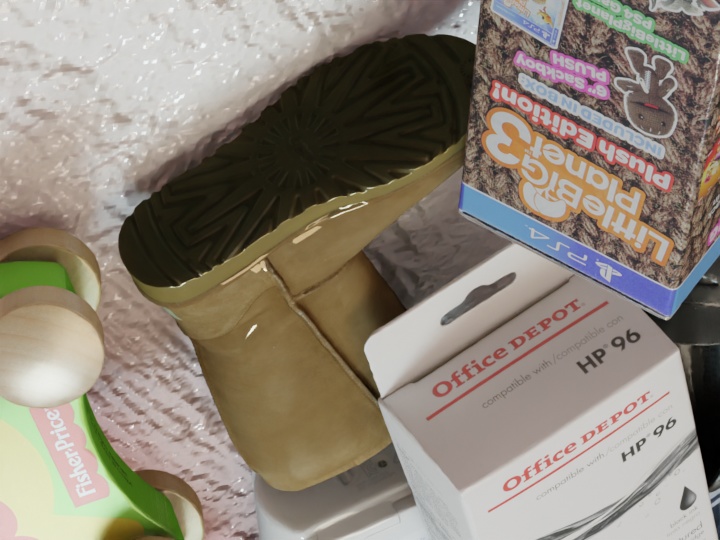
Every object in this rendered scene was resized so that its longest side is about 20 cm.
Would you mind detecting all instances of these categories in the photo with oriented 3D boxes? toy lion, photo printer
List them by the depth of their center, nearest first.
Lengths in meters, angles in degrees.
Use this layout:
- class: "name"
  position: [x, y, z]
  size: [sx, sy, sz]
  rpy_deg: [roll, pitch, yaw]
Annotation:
- class: "toy lion"
  position: [-0.168, 0.101, 1.045]
  size: [0.192, 0.069, 0.200]
  rpy_deg: [-18, 121, 3]
- class: "photo printer"
  position: [0.032, 0.136, 1.282]
  size: [0.166, 0.069, 0.200]
  rpy_deg: [-25, 144, -15]

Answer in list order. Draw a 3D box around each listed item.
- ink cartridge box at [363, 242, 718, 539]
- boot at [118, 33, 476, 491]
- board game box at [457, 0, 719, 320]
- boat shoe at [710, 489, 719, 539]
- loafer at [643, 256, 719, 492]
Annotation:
- class: "ink cartridge box"
  position: [0.082, 0.078, 1.141]
  size: [0.116, 0.068, 0.200]
  rpy_deg: [-33, 141, -10]
- class: "boot"
  position: [0.000, 0.000, 1.102]
  size: [0.175, 0.066, 0.200]
  rpy_deg: [-27, 148, 3]
- class: "board game box"
  position: [0.124, -0.113, 0.971]
  size: [0.159, 0.097, 0.200]
  rpy_deg: [-48, 156, -35]
- class: "boat shoe"
  position: [0.238, 0.123, 1.362]
  size: [0.071, 0.091, 0.200]
  rpy_deg: [-18, 165, -25]
- class: "loafer"
  position: [0.156, 0.009, 1.178]
  size: [0.070, 0.068, 0.201]
  rpy_deg: [-53, 140, -50]
